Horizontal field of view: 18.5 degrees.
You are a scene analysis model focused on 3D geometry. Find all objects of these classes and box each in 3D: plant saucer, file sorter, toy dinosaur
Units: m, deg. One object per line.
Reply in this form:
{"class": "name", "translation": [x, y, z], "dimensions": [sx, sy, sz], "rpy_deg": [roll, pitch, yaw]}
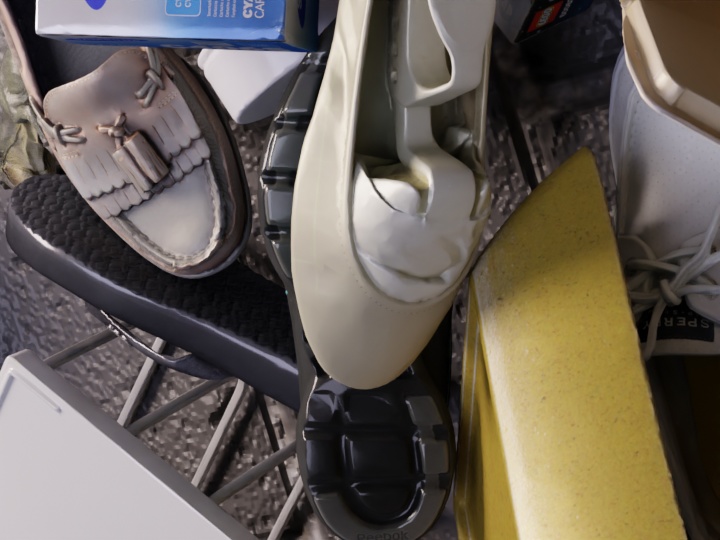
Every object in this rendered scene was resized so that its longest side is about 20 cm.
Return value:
{"class": "plant saucer", "translation": [0.066, 0.094, 0.775], "dimensions": [0.048, 0.201, 0.201], "rpy_deg": [-3, 138, -5]}
{"class": "file sorter", "translation": [-0.064, 0.131, 0.939], "dimensions": [0.200, 0.124, 0.139], "rpy_deg": [38, 121, 17]}
{"class": "toy dinosaur", "translation": [-0.120, -0.106, 0.951], "dimensions": [0.088, 0.047, 0.202], "rpy_deg": [25, 114, 31]}

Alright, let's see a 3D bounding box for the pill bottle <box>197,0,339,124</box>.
{"class": "pill bottle", "translation": [-0.067, -0.162, 0.856], "dimensions": [0.112, 0.112, 0.201], "rpy_deg": [-34, 86, 35]}

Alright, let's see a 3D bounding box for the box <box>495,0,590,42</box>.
{"class": "box", "translation": [0.055, -0.190, 0.744], "dimensions": [0.137, 0.038, 0.200], "rpy_deg": [55, 153, 17]}

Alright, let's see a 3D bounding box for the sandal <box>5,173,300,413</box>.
{"class": "sandal", "translation": [-0.069, 0.022, 0.924], "dimensions": [0.199, 0.076, 0.043], "rpy_deg": [30, 119, 12]}

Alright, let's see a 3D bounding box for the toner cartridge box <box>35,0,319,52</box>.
{"class": "toner cartridge box", "translation": [-0.059, -0.180, 0.773], "dimensions": [0.094, 0.043, 0.202], "rpy_deg": [3, 92, 16]}

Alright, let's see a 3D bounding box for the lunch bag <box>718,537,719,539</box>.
{"class": "lunch bag", "translation": [0.191, 0.105, 0.726], "dimensions": [0.138, 0.200, 0.169], "rpy_deg": [10, 114, 27]}

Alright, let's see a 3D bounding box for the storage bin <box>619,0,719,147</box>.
{"class": "storage bin", "translation": [0.207, -0.108, 0.656], "dimensions": [0.197, 0.094, 0.200], "rpy_deg": [26, 124, -15]}

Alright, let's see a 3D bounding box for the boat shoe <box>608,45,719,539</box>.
{"class": "boat shoe", "translation": [0.121, 0.012, 0.806], "dimensions": [0.074, 0.086, 0.204], "rpy_deg": [-3, 104, 33]}

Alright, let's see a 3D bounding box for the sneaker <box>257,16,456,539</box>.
{"class": "sneaker", "translation": [0.000, 0.000, 0.831], "dimensions": [0.075, 0.079, 0.202], "rpy_deg": [1, 103, 1]}

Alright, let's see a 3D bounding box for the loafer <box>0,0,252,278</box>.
{"class": "loafer", "translation": [-0.112, -0.086, 0.890], "dimensions": [0.072, 0.063, 0.201], "rpy_deg": [-30, 82, 12]}

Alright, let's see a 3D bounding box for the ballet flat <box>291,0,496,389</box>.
{"class": "ballet flat", "translation": [0.018, -0.052, 0.742], "dimensions": [0.069, 0.069, 0.202], "rpy_deg": [11, 104, 29]}
